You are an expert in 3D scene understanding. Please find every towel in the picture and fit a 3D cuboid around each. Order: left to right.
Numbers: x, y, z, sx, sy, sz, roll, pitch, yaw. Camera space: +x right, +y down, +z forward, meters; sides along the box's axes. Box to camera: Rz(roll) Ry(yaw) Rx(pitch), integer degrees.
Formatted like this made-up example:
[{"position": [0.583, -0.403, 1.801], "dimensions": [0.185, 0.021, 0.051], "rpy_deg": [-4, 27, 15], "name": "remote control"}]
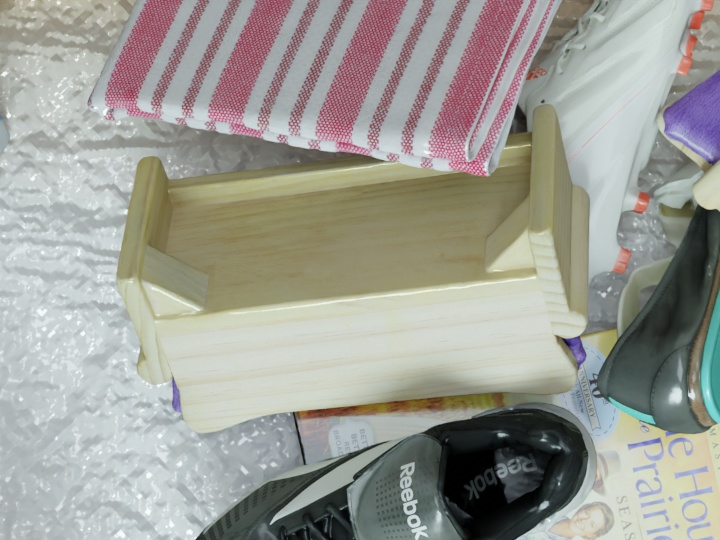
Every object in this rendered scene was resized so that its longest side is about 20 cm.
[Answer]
[{"position": [-0.010, -0.112, 1.208], "dimensions": [0.199, 0.030, 0.147], "rpy_deg": [10, 57, 25], "name": "towel"}]

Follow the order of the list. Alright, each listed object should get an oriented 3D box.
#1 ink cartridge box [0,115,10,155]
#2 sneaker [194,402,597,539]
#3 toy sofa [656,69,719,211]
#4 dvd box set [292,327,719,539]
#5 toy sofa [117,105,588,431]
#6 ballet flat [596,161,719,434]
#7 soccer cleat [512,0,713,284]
[{"position": [-0.260, -0.086, 1.203], "dimensions": [0.199, 0.116, 0.067], "rpy_deg": [27, 83, 0], "name": "ink cartridge box"}, {"position": [0.010, 0.104, 1.175], "dimensions": [0.199, 0.091, 0.067], "rpy_deg": [-20, 84, -4], "name": "sneaker"}, {"position": [0.228, -0.094, 1.206], "dimensions": [0.098, 0.083, 0.200], "rpy_deg": [48, 56, 1], "name": "toy sofa"}, {"position": [0.079, 0.108, 1.239], "dimensions": [0.199, 0.029, 0.147], "rpy_deg": [-11, 84, -4], "name": "dvd box set"}, {"position": [0.000, 0.000, 1.200], "dimensions": [0.199, 0.098, 0.083], "rpy_deg": [-7, 43, 12], "name": "toy sofa"}, {"position": [0.157, -0.011, 1.225], "dimensions": [0.068, 0.068, 0.200], "rpy_deg": [2, 43, 33], "name": "ballet flat"}, {"position": [0.110, -0.091, 1.249], "dimensions": [0.077, 0.069, 0.201], "rpy_deg": [18, 85, 3], "name": "soccer cleat"}]
